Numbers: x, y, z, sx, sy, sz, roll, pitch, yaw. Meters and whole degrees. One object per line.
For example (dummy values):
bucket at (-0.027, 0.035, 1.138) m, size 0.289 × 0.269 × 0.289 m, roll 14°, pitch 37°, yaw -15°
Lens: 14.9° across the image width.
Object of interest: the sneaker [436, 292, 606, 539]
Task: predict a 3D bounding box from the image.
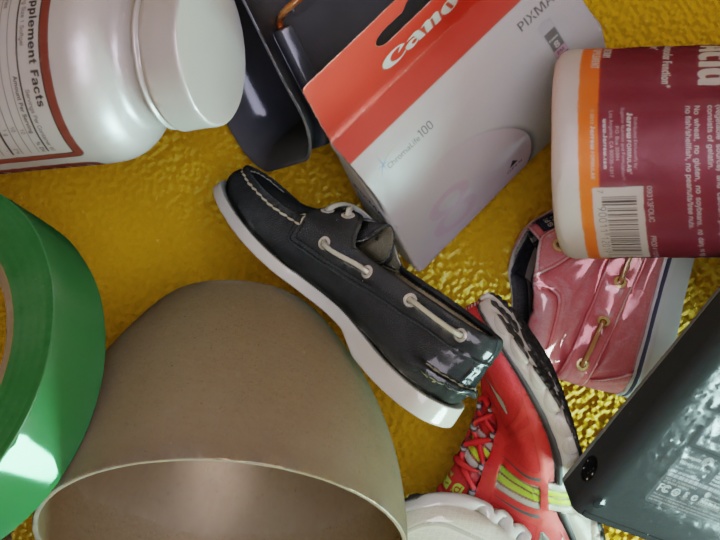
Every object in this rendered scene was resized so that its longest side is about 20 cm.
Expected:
sneaker at (0.080, 0.105, 1.530) m, size 0.085 × 0.077 × 0.201 m, roll -18°, pitch 122°, yaw 1°

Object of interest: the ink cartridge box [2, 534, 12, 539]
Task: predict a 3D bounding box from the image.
ink cartridge box at (-0.259, 0.186, 1.434) m, size 0.175 × 0.200 × 0.045 m, roll -15°, pitch 94°, yaw -9°

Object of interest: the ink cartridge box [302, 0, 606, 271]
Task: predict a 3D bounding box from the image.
ink cartridge box at (0.058, -0.099, 1.487) m, size 0.163 × 0.200 × 0.057 m, roll -44°, pitch 73°, yaw -6°

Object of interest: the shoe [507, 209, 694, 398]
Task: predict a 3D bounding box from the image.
shoe at (0.142, -0.031, 1.564) m, size 0.091 × 0.071 × 0.201 m, roll 11°, pitch 93°, yaw -13°

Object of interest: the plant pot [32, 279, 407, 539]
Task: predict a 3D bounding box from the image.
plant pot at (-0.071, 0.085, 1.486) m, size 0.199 × 0.200 × 0.135 m, roll 9°, pitch 61°, yaw -10°

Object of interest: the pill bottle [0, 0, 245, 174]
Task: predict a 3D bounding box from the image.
pill bottle at (-0.167, -0.108, 1.445) m, size 0.199 × 0.112 × 0.113 m, roll -4°, pitch 93°, yaw 21°

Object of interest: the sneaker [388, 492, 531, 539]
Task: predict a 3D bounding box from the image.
sneaker at (0.078, 0.206, 1.527) m, size 0.075 × 0.081 × 0.200 m, roll -21°, pitch 117°, yaw 29°

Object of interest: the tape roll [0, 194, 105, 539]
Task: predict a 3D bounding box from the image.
tape roll at (-0.227, 0.054, 1.446) m, size 0.201 × 0.200 × 0.048 m, roll -58°, pitch 141°, yaw -3°

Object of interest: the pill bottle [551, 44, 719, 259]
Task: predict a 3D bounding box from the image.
pill bottle at (0.205, -0.064, 1.471) m, size 0.199 × 0.114 × 0.115 m, roll -1°, pitch 92°, yaw 10°

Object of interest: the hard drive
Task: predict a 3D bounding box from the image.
hard drive at (0.221, 0.071, 1.474) m, size 0.139 × 0.033 × 0.200 m, roll 22°, pitch 120°, yaw -28°

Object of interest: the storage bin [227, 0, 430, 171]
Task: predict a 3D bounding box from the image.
storage bin at (-0.029, -0.177, 1.502) m, size 0.134 × 0.145 × 0.201 m, roll -30°, pitch 97°, yaw -18°

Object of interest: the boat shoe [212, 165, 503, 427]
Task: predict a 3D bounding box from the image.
boat shoe at (0.000, 0.000, 1.487) m, size 0.200 × 0.076 × 0.060 m, roll 43°, pitch 105°, yaw 24°
